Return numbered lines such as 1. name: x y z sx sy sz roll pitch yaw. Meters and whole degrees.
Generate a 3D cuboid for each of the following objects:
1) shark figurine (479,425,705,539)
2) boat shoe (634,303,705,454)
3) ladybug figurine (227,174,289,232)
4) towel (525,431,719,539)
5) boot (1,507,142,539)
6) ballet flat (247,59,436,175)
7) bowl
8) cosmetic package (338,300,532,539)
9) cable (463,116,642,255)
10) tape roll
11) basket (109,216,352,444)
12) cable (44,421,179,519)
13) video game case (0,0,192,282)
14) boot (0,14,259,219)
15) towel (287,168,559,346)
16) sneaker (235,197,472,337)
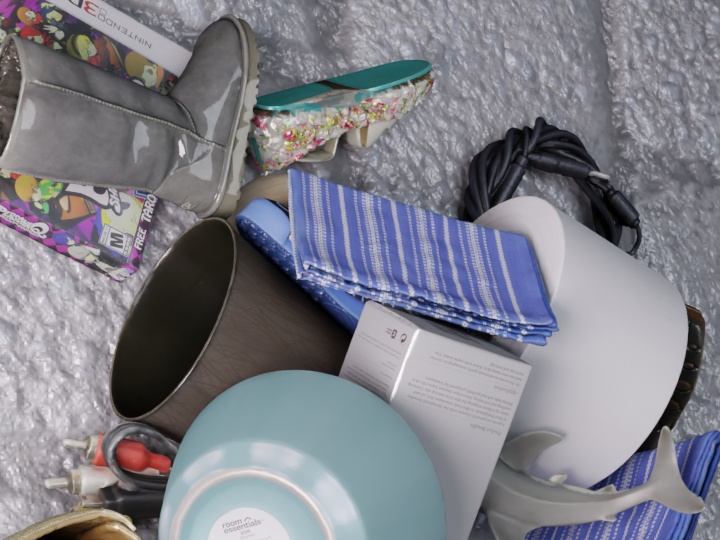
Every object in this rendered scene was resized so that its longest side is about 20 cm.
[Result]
1. shark figurine: 0.141 0.179 1.491 0.214 0.128 0.090 10 39 -1
2. boat shoe: 0.236 0.110 1.675 0.075 0.200 0.074 26 29 11
3. ladybug figurine: -0.020 0.005 1.569 0.200 0.072 0.136 49 50 -13
4. towel: 0.192 0.199 1.566 0.024 0.200 0.145 44 51 -20
5. boot: -0.174 0.203 1.318 0.199 0.155 0.073 10 67 -35
6. ballet flat: -0.019 -0.126 1.635 0.200 0.076 0.064 -18 115 -36
7. bowl: -0.052 0.173 1.299 0.201 0.200 0.105 64 19 0
8. cosmetic package: 0.029 0.136 1.405 0.107 0.085 0.201 20 94 -30
9. cable: 0.163 -0.050 1.747 0.200 0.051 0.164 -27 91 -40
10. tape roll: 0.143 0.059 1.590 0.139 0.202 0.203 31 56 -25
11. basket: -0.065 0.084 1.468 0.200 0.136 0.181 36 39 -28
12. cable: -0.121 0.145 1.408 0.199 0.097 0.050 2 27 -26
13. video game case: -0.223 -0.117 1.481 0.181 0.036 0.201 29 58 -27
14. boot: -0.176 -0.133 1.464 0.199 0.073 0.182 16 62 -28
15. towel: 0.044 -0.013 1.458 0.199 0.024 0.145 16 29 -15
16. sneaker: 0.000 0.000 1.495 0.200 0.070 0.078 40 69 -10
